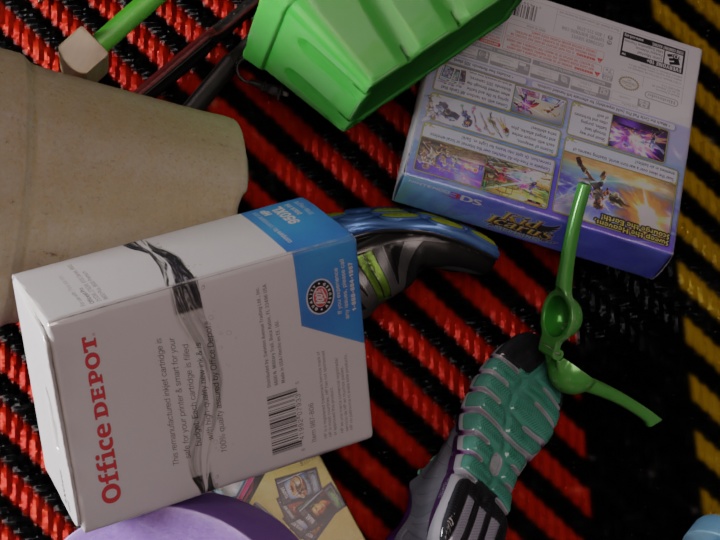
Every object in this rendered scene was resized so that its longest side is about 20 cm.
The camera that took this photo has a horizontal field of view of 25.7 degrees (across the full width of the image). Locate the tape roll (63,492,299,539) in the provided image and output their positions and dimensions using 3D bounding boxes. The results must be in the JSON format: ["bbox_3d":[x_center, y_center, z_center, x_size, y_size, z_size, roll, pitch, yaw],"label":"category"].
[{"bbox_3d":[-0.116,0.245,1.000,0.198,0.085,0.202,0,87,10],"label":"tape roll"}]

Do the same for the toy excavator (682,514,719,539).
[{"bbox_3d":[0.327,0.216,1.101,0.194,0.100,0.200,45,68,1],"label":"toy excavator"}]

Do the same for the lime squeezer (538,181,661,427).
[{"bbox_3d":[0.156,0.041,1.089,0.070,0.038,0.201,-21,115,-1],"label":"lime squeezer"}]

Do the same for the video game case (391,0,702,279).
[{"bbox_3d":[0.137,-0.106,1.138,0.198,0.046,0.183,17,61,-4],"label":"video game case"}]

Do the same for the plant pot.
[{"bbox_3d":[-0.177,-0.044,1.042,0.182,0.200,0.202,6,77,-18],"label":"plant pot"}]

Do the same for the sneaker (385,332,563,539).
[{"bbox_3d":[0.072,0.124,1.092,0.074,0.087,0.201,48,48,-20],"label":"sneaker"}]

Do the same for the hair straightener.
[{"bbox_3d":[-0.076,-0.155,1.148,0.077,0.041,0.200,46,72,3],"label":"hair straightener"}]

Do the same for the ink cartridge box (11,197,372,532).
[{"bbox_3d":[-0.102,0.054,0.976,0.199,0.084,0.146,-16,118,-22],"label":"ink cartridge box"}]

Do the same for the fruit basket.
[{"bbox_3d":[-0.004,-0.225,1.084,0.214,0.156,0.218,3,75,-12],"label":"fruit basket"}]

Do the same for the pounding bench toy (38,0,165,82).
[{"bbox_3d":[-0.157,-0.241,1.102,0.155,0.124,0.202,-16,93,-12],"label":"pounding bench toy"}]

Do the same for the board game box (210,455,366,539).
[{"bbox_3d":[-0.080,0.170,1.077,0.135,0.035,0.201,-27,84,-12],"label":"board game box"}]

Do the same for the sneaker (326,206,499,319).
[{"bbox_3d":[0.000,0.000,1.115,0.198,0.071,0.084,-7,101,-12],"label":"sneaker"}]
